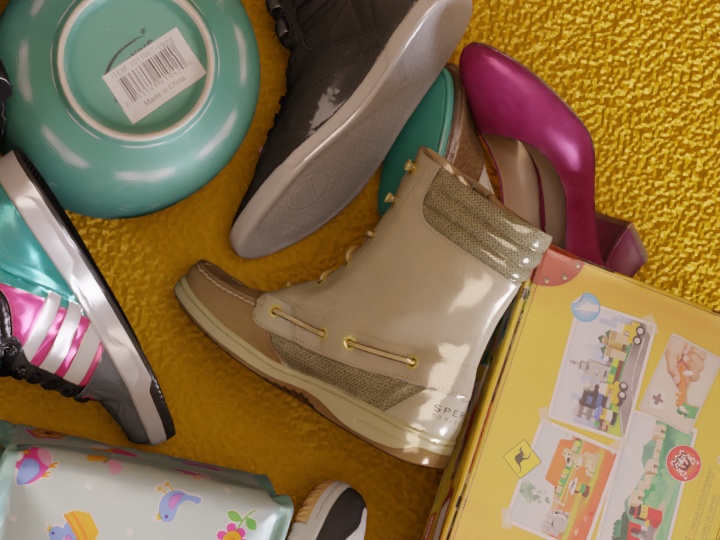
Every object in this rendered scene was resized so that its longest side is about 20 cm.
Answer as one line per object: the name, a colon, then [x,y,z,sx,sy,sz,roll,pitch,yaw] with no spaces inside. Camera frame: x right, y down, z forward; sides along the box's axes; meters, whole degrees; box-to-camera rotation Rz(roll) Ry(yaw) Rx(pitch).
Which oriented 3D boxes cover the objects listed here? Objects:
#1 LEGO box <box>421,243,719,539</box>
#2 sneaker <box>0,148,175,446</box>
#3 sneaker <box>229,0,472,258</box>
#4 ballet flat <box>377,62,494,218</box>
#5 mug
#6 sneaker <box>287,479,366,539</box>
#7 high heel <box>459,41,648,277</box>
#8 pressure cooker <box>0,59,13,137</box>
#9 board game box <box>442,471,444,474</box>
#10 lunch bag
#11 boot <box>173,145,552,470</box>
LEGO box: [0.128,0.107,1.372,0.148,0.077,0.201,21,77,-5]
sneaker: [-0.189,0.042,1.362,0.120,0.084,0.201,-30,122,-3]
sneaker: [-0.028,-0.106,1.438,0.099,0.071,0.201,44,103,28]
ballet flat: [0.042,-0.017,1.448,0.072,0.068,0.202,19,82,-31]
mug: [-0.129,-0.125,1.385,0.151,0.114,0.187,9,85,-11]
sneaker: [-0.008,0.216,1.384,0.087,0.076,0.202,4,65,12]
high heel: [0.092,-0.035,1.426,0.096,0.067,0.200,-50,132,-19]
pressure cooker: [-0.307,-0.102,1.309,0.200,0.179,0.176,43,69,9]
board game box: [0.105,0.161,1.468,0.102,0.019,0.202,-7,88,-14]
lunch bag: [-0.141,0.200,1.362,0.169,0.122,0.202,14,91,-13]
boot: [0.000,0.000,1.377,0.199,0.072,0.156,30,97,31]
